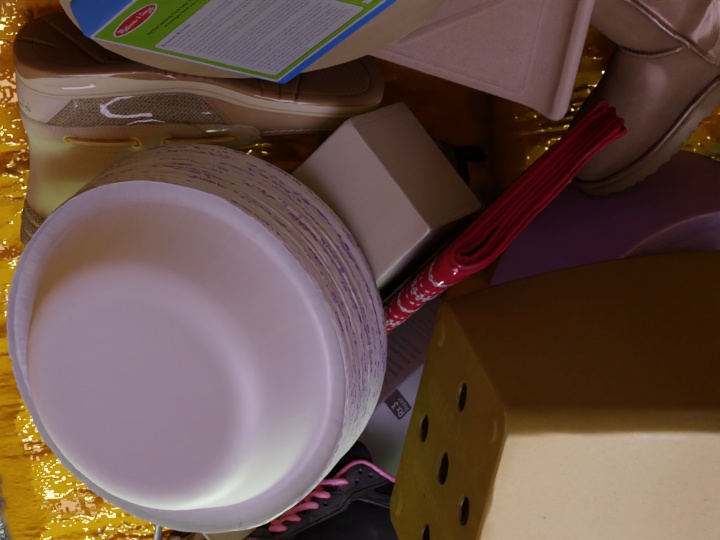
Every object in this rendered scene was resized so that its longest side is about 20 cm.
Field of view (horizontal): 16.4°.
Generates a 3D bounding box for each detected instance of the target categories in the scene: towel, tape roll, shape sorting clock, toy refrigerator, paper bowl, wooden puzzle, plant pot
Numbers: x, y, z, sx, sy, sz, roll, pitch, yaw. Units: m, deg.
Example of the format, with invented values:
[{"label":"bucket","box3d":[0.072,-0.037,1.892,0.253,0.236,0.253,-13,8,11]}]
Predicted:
[{"label":"towel","box3d":[0.060,-0.012,1.365,0.023,0.145,0.200,47,152,1]},{"label":"tape roll","box3d":[0.175,0.038,1.454,0.198,0.085,0.201,-11,121,-20]},{"label":"shape sorting clock","box3d":[-0.050,-0.149,1.219,0.198,0.040,0.200,-7,158,-3]},{"label":"toy refrigerator","box3d":[-0.031,0.001,1.370,0.200,0.076,0.070,-44,169,31]},{"label":"paper bowl","box3d":[-0.094,0.043,1.307,0.199,0.104,0.202,9,115,20]},{"label":"wooden puzzle","box3d":[0.031,-0.182,1.258,0.199,0.037,0.186,22,134,11]},{"label":"plant pot","box3d":[0.123,0.111,1.309,0.175,0.200,0.201,5,115,-16]}]

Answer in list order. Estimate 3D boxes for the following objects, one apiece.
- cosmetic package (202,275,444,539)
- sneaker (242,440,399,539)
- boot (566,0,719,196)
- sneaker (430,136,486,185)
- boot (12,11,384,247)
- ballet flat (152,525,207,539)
[{"label":"cosmetic package","box3d":[-0.002,0.112,1.496,0.200,0.081,0.113,-47,131,-6]},{"label":"sneaker","box3d":[-0.019,0.146,1.416,0.199,0.079,0.096,-6,95,-32]},{"label":"boot","box3d":[0.115,-0.147,1.336,0.199,0.066,0.175,32,119,-29]},{"label":"sneaker","box3d":[0.000,0.000,1.452,0.087,0.075,0.201,11,131,-24]},{"label":"boot","box3d":[-0.091,-0.063,1.375,0.198,0.073,0.156,1,133,-6]},{"label":"ballet flat","box3d":[-0.089,0.145,1.584,0.072,0.072,0.201,14,129,-20]}]
